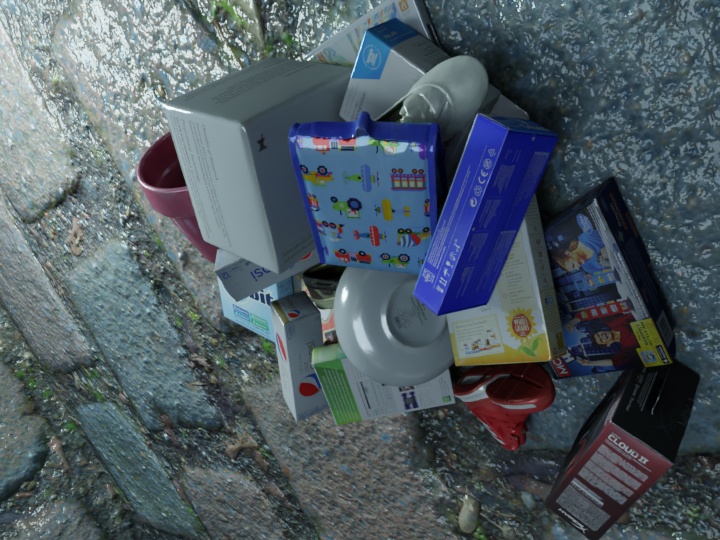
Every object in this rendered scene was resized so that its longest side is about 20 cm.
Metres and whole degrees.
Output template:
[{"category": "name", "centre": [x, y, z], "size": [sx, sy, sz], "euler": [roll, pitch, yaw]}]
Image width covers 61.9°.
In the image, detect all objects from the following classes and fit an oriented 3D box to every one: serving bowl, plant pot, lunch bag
[{"category": "serving bowl", "centre": [0.064, 0.055, 0.790], "size": [0.203, 0.198, 0.066], "euler": [58, 170, -7]}, {"category": "plant pot", "centre": [-0.232, -0.119, 0.966], "size": [0.196, 0.201, 0.182], "euler": [18, 143, 32]}, {"category": "lunch bag", "centre": [0.013, -0.087, 0.635], "size": [0.146, 0.096, 0.201], "euler": [6, 153, 14]}]

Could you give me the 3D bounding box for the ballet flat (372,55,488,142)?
[{"category": "ballet flat", "centre": [0.049, -0.153, 0.638], "size": [0.198, 0.069, 0.071], "euler": [-23, 101, 47]}]

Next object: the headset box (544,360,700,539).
[{"category": "headset box", "centre": [0.310, 0.197, 0.704], "size": [0.074, 0.148, 0.203], "euler": [32, 135, 19]}]

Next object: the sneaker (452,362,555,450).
[{"category": "sneaker", "centre": [0.221, 0.190, 0.831], "size": [0.116, 0.078, 0.199], "euler": [48, 162, -10]}]

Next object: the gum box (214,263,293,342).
[{"category": "gum box", "centre": [-0.200, 0.023, 1.123], "size": [0.167, 0.044, 0.205], "euler": [21, 128, 31]}]

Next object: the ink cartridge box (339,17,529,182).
[{"category": "ink cartridge box", "centre": [0.080, -0.180, 0.692], "size": [0.199, 0.068, 0.117], "euler": [39, 137, 14]}]

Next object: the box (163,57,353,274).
[{"category": "box", "centre": [-0.112, -0.147, 0.792], "size": [0.169, 0.198, 0.205], "euler": [20, 133, 37]}]

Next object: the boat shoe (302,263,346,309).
[{"category": "boat shoe", "centre": [0.000, -0.001, 0.872], "size": [0.197, 0.073, 0.066], "euler": [-20, 129, 28]}]

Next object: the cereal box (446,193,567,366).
[{"category": "cereal box", "centre": [0.154, 0.005, 0.705], "size": [0.142, 0.039, 0.206], "euler": [-13, 86, 51]}]

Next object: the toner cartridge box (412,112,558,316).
[{"category": "toner cartridge box", "centre": [0.127, -0.055, 0.625], "size": [0.043, 0.093, 0.204], "euler": [37, 121, 36]}]

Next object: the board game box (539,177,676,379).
[{"category": "board game box", "centre": [0.242, 0.024, 0.717], "size": [0.198, 0.061, 0.204], "euler": [-19, 103, 48]}]

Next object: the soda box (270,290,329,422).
[{"category": "soda box", "centre": [-0.096, 0.140, 0.962], "size": [0.068, 0.062, 0.205], "euler": [46, 145, 49]}]

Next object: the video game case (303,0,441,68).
[{"category": "video game case", "centre": [0.030, -0.228, 0.771], "size": [0.197, 0.022, 0.186], "euler": [-12, 107, 46]}]

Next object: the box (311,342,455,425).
[{"category": "box", "centre": [0.038, 0.159, 0.903], "size": [0.194, 0.037, 0.147], "euler": [-12, 127, 6]}]

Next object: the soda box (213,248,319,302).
[{"category": "soda box", "centre": [-0.122, -0.032, 0.915], "size": [0.196, 0.064, 0.069], "euler": [-26, 124, 9]}]

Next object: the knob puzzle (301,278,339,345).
[{"category": "knob puzzle", "centre": [-0.041, 0.092, 0.968], "size": [0.217, 0.030, 0.227], "euler": [-2, 87, 50]}]
